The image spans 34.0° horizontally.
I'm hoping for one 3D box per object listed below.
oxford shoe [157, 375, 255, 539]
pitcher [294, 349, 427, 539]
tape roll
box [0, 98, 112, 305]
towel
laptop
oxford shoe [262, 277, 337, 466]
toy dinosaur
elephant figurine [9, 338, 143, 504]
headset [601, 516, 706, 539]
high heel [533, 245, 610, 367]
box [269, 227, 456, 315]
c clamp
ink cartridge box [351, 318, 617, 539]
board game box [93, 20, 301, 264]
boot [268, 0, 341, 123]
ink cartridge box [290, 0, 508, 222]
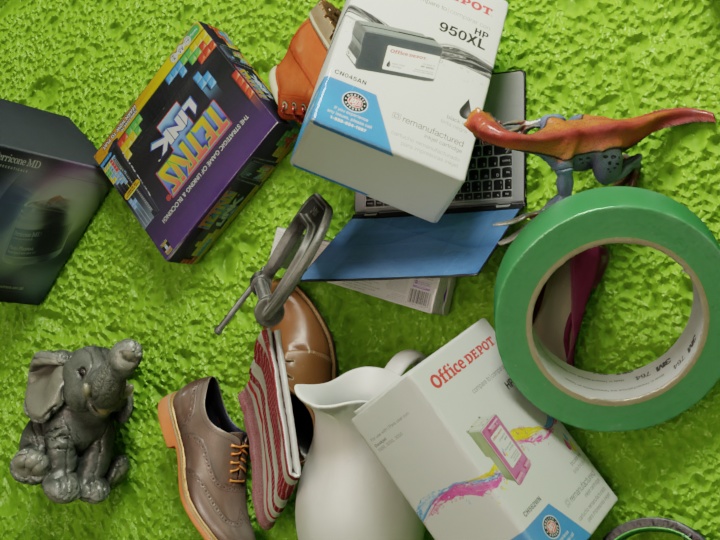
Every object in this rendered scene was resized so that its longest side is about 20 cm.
[{"bbox_3d":[-0.146,0.205,1.214,0.072,0.071,0.202,-32,70,19],"label":"oxford shoe"},{"bbox_3d":[0.014,0.184,1.091,0.120,0.170,0.203,12,113,40],"label":"pitcher"},{"bbox_3d":[0.208,0.034,0.968,0.197,0.048,0.204,2,113,4],"label":"tape roll"},{"bbox_3d":[-0.413,-0.079,1.320,0.123,0.199,0.200,42,106,27],"label":"box"},{"bbox_3d":[-0.089,0.155,1.124,0.022,0.200,0.146,-5,67,-14],"label":"towel"},{"bbox_3d":[0.049,-0.089,1.097,0.185,0.115,0.204,-2,85,30],"label":"laptop"},{"bbox_3d":[-0.065,0.099,1.175,0.071,0.071,0.203,-28,71,27],"label":"oxford shoe"},{"bbox_3d":[0.172,-0.118,0.986,0.200,0.181,0.106,-42,63,17],"label":"toy dinosaur"},{"bbox_3d":[-0.295,0.137,1.276,0.153,0.141,0.203,20,102,15],"label":"elephant figurine"},{"bbox_3d":[0.220,0.299,0.974,0.123,0.094,0.201,37,93,28],"label":"headset"},{"bbox_3d":[0.160,0.060,1.029,0.067,0.095,0.202,31,101,28],"label":"high heel"},{"bbox_3d":[0.000,0.000,1.162,0.198,0.039,0.042,15,92,31],"label":"box"},{"bbox_3d":[-0.076,0.004,1.104,0.027,0.200,0.172,33,88,-12],"label":"c clamp"},{"bbox_3d":[0.106,0.159,0.991,0.085,0.144,0.201,-42,82,35],"label":"ink cartridge box"},{"bbox_3d":[-0.178,-0.136,1.271,0.200,0.056,0.166,-48,63,18],"label":"board game box"},{"bbox_3d":[-0.031,-0.166,1.160,0.107,0.075,0.202,-41,45,20],"label":"boot"},{"bbox_3d":[0.037,-0.168,1.049,0.143,0.084,0.203,20,62,-7],"label":"ink cartridge box"}]
